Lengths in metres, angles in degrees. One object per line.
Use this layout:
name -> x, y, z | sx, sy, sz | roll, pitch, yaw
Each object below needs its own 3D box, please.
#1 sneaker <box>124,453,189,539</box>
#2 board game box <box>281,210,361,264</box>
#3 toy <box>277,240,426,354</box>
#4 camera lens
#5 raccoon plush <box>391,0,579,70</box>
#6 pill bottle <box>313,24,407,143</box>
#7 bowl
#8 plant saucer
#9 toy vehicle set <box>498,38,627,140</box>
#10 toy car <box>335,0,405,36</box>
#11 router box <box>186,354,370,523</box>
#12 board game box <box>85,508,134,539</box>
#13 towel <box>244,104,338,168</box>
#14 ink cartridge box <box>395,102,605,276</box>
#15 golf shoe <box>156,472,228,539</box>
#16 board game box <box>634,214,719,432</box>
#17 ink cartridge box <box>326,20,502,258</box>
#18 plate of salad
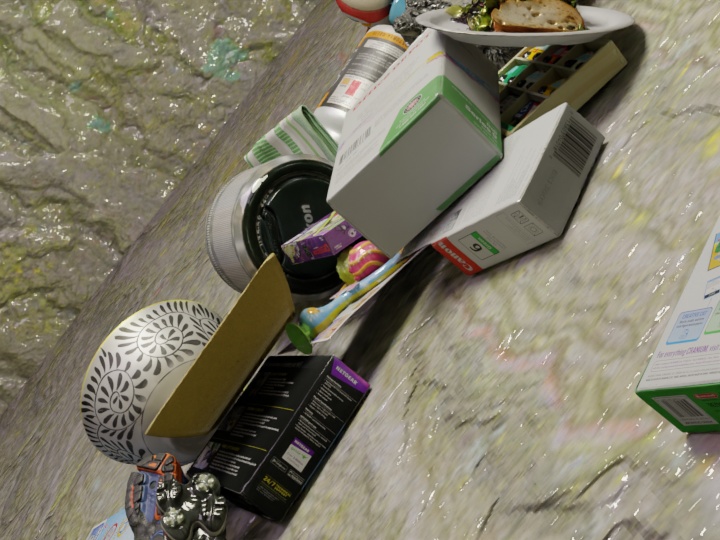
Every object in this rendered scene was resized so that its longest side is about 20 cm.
sneaker -> -0.186, 0.278, 1.200 | 0.075, 0.079, 0.202 | -15, 49, 26
board game box -> 0.020, -0.073, 1.298 | 0.199, 0.033, 0.120 | -35, 5, -22
toy -> 0.000, 0.000, 1.208 | 0.200, 0.047, 0.115 | -46, 11, -28
camera lens -> -0.088, -0.045, 1.435 | 0.161, 0.159, 0.200 | -56, 16, -13
raccoon plush -> 0.130, -0.290, 1.381 | 0.200, 0.134, 0.097 | -43, 16, 30
pill bottle -> 0.009, -0.199, 1.576 | 0.201, 0.116, 0.116 | -57, 16, -17
bowl -> -0.196, 0.143, 1.371 | 0.094, 0.201, 0.202 | 30, 81, 44
plant saucer -> -0.122, 0.084, 1.216 | 0.201, 0.048, 0.200 | -55, -1, -4
toy vehicle set -> 0.165, -0.172, 1.189 | 0.124, 0.027, 0.200 | -43, 16, 2
toy car -> 0.024, -0.451, 2.077 | 0.178, 0.183, 0.201 | -60, -12, -25
router box -> -0.083, 0.153, 1.187 | 0.150, 0.051, 0.200 | -55, 16, -15
board game box -> -0.264, 0.342, 1.298 | 0.195, 0.056, 0.201 | -34, 24, 49
towel -> -0.062, -0.113, 1.532 | 0.023, 0.153, 0.200 | -43, 9, -24
ink cartridge box -> 0.116, -0.057, 1.079 | 0.200, 0.050, 0.110 | -29, 28, 58
golf shoe -> -0.136, 0.271, 1.081 | 0.201, 0.076, 0.089 | -99, 5, -50
board game box -> 0.239, -0.014, 0.641 | 0.201, 0.040, 0.153 | -59, 16, -20
ink cartridge box -> 0.053, -0.128, 1.152 | 0.145, 0.087, 0.201 | -42, 20, 24
plate of salad -> 0.148, -0.236, 1.129 | 0.200, 0.197, 0.049 | -104, 11, -70
